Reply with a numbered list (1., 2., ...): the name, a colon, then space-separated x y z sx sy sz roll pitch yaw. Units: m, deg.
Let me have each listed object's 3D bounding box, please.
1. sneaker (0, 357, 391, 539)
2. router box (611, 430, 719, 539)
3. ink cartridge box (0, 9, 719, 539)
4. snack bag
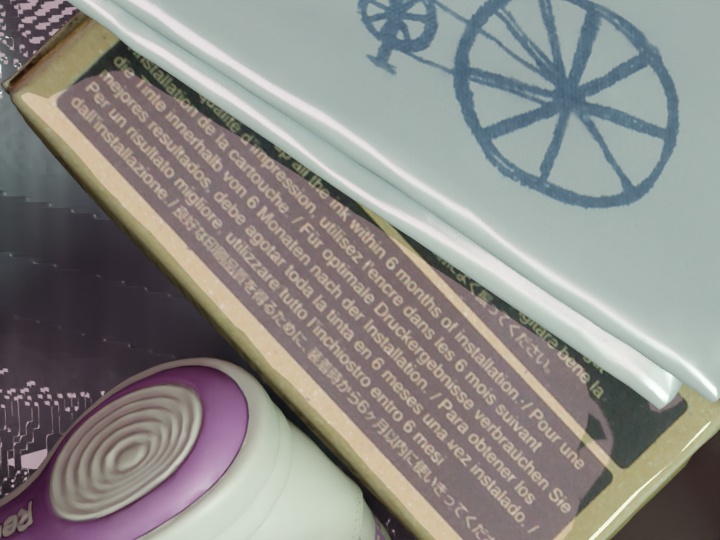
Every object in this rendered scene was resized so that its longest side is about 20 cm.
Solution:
1. sneaker: -0.081 0.097 0.771 0.199 0.100 0.075 -24 46 31
2. router box: 0.093 0.163 0.783 0.157 0.052 0.201 -35 90 5
3. ink cartridge box: 0.000 0.000 0.709 0.075 0.200 0.165 -43 90 -2
4. snack bag: 0.038 -0.096 0.632 0.188 0.021 0.201 32 63 -5
